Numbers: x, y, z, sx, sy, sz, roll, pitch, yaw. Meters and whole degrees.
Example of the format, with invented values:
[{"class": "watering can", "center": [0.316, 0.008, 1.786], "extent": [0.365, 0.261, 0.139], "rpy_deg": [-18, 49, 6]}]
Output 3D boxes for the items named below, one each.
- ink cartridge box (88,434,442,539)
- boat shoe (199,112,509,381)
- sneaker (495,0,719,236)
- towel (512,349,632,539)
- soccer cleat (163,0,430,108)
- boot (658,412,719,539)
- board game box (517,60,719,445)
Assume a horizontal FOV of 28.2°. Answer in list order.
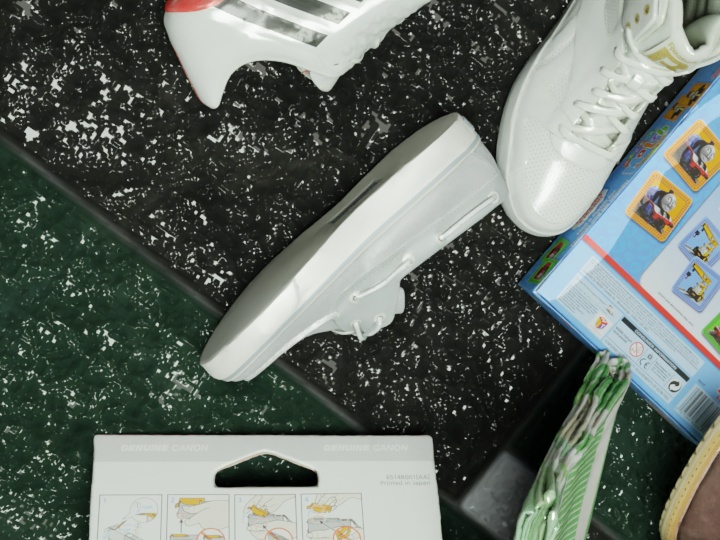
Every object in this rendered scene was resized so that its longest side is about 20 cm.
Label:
[{"class": "ink cartridge box", "center": [-0.050, 0.173, 0.774], "extent": [0.199, 0.177, 0.045], "rpy_deg": [1, 137, -6]}, {"class": "boat shoe", "center": [0.000, 0.000, 0.797], "extent": [0.200, 0.072, 0.069], "rpy_deg": [-45, 105, -12]}, {"class": "sneaker", "center": [0.142, -0.108, 0.784], "extent": [0.073, 0.116, 0.201], "rpy_deg": [21, 95, -16]}, {"class": "towel", "center": [0.104, 0.143, 0.765], "extent": [0.023, 0.200, 0.153], "rpy_deg": [17, 113, 14]}, {"class": "soccer cleat", "center": [-0.006, -0.144, 0.775], "extent": [0.199, 0.069, 0.086], "rpy_deg": [-14, 110, -7]}, {"class": "boot", "center": [0.253, 0.182, 0.817], "extent": [0.166, 0.072, 0.201], "rpy_deg": [23, 126, 25]}, {"class": "board game box", "center": [0.214, -0.018, 0.852], "extent": [0.151, 0.037, 0.200], "rpy_deg": [41, 90, -15]}]
